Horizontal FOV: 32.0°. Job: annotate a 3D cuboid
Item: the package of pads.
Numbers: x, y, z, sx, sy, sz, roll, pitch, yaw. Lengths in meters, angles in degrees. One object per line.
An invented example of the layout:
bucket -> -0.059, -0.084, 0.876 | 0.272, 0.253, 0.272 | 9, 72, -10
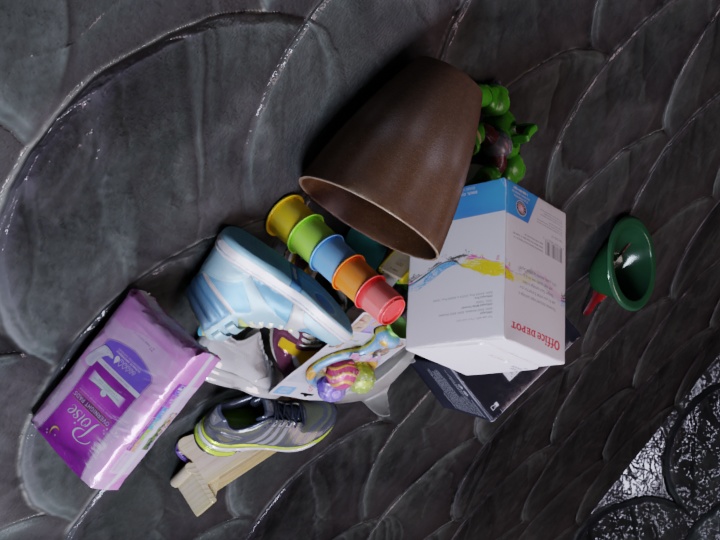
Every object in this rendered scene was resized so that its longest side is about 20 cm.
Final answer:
package of pads -> -0.263, 0.132, 1.395 | 0.200, 0.120, 0.076 | -51, 158, 4

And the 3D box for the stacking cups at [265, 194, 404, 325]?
stacking cups -> -0.024, -0.014, 1.470 | 0.060, 0.200, 0.061 | -36, 148, -27

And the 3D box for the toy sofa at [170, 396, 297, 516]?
toy sofa -> -0.166, 0.243, 1.736 | 0.200, 0.098, 0.083 | -31, 172, -32

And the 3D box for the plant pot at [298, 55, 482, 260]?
plant pot -> 0.056, -0.145, 1.479 | 0.200, 0.187, 0.187 | -61, 154, -9

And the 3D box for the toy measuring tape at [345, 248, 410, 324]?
toy measuring tape -> 0.046, 0.017, 1.600 | 0.200, 0.074, 0.074 | -48, 155, -26

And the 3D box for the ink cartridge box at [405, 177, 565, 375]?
ink cartridge box -> 0.155, 0.013, 1.541 | 0.147, 0.145, 0.200 | 24, 63, -48

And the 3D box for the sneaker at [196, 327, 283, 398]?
sneaker -> -0.144, 0.109, 1.604 | 0.200, 0.075, 0.089 | 26, 84, -64

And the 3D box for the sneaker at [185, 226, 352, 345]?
sneaker -> -0.117, 0.051, 1.479 | 0.131, 0.200, 0.080 | -48, -166, 14

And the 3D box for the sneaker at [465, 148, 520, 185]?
sneaker -> 0.141, -0.120, 1.734 | 0.200, 0.072, 0.072 | -39, 179, -27

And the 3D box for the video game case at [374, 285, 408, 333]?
video game case -> 0.043, 0.047, 1.707 | 0.143, 0.017, 0.200 | -44, -167, -10

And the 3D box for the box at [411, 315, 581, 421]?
box -> 0.202, 0.120, 1.956 | 0.197, 0.117, 0.200 | -42, -169, -13

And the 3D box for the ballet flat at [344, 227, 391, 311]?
ballet flat -> 0.000, 0.000, 1.670 | 0.068, 0.068, 0.200 | -24, 141, -65

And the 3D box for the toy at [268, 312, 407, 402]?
toy -> -0.010, 0.126, 1.574 | 0.115, 0.047, 0.200 | 12, 136, -40

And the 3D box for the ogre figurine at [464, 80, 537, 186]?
ogre figurine -> 0.172, -0.163, 1.658 | 0.098, 0.200, 0.120 | -22, -168, 43

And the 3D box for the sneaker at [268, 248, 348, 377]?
sneaker -> -0.062, 0.060, 1.578 | 0.075, 0.090, 0.200 | -9, 117, -29

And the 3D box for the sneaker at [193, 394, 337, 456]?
sneaker -> -0.118, 0.200, 1.674 | 0.200, 0.074, 0.081 | -7, 152, -27

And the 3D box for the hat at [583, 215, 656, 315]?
hat -> 0.441, 0.001, 2.360 | 0.166, 0.176, 0.200 | -13, 98, -45

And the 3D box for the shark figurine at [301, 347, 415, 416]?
shark figurine -> 0.033, 0.152, 1.741 | 0.214, 0.090, 0.128 | -31, 155, 26
